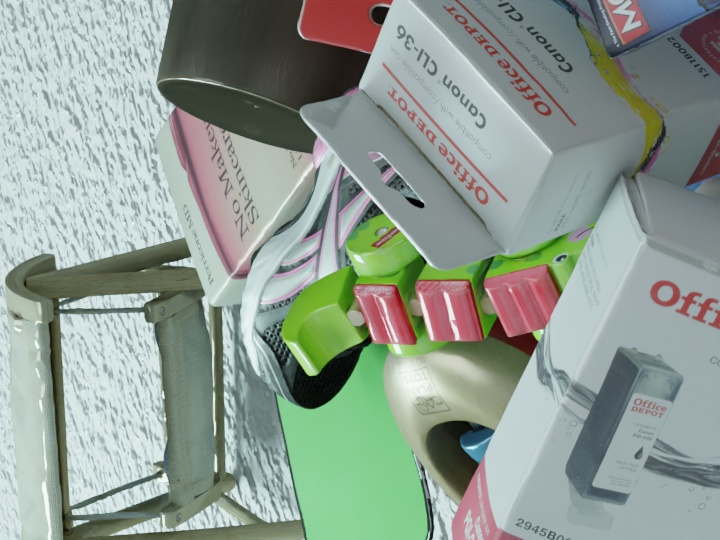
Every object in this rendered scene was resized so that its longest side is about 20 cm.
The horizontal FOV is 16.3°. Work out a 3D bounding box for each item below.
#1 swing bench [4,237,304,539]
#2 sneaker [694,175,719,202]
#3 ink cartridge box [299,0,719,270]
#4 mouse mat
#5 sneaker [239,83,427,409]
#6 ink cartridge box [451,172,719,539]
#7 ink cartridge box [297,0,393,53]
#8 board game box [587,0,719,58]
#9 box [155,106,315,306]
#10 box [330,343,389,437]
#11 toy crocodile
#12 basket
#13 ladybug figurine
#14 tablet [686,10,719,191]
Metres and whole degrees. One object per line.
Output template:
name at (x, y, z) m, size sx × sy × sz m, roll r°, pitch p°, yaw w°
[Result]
swing bench at (-0.152, 0.091, 1.711) m, size 0.130 × 0.199 × 0.200 m, roll 23°, pitch 118°, yaw 58°
sneaker at (0.171, 0.051, 1.236) m, size 0.080 × 0.076 × 0.201 m, roll -154°, pitch 61°, yaw -68°
ink cartridge box at (0.084, -0.082, 1.156) m, size 0.117 × 0.199 × 0.068 m, roll 48°, pitch 138°, yaw 25°
mouse mat at (-0.013, 0.069, 1.430) m, size 0.161 × 0.007 × 0.201 m, roll -26°, pitch 74°, yaw 61°
sneaker at (0.000, 0.000, 1.308) m, size 0.086 × 0.080 × 0.201 m, roll 52°, pitch 137°, yaw 38°
ink cartridge box at (0.146, 0.077, 1.140) m, size 0.085 × 0.145 × 0.201 m, roll -94°, pitch 26°, yaw -69°
ink cartridge box at (0.041, -0.202, 1.281) m, size 0.067 × 0.116 × 0.201 m, roll 97°, pitch -175°, yaw -89°
board game box at (0.127, -0.206, 1.098) m, size 0.199 × 0.062 × 0.201 m, roll -24°, pitch 83°, yaw 43°
box at (-0.033, -0.081, 1.534) m, size 0.200 × 0.108 × 0.128 m, roll -51°, pitch 54°, yaw 54°
box at (0.042, 0.009, 1.427) m, size 0.113 × 0.101 × 0.200 m, roll 63°, pitch 147°, yaw 32°
toy crocodile at (0.054, 0.010, 1.220) m, size 0.199 × 0.062 × 0.068 m, roll -8°, pitch 120°, yaw 26°
basket at (-0.028, -0.176, 1.378) m, size 0.180 × 0.136 × 0.201 m, roll 10°, pitch 78°, yaw 35°
ladybug figurine at (0.094, 0.090, 1.316) m, size 0.200 × 0.072 × 0.135 m, roll 49°, pitch 148°, yaw -19°
tablet at (0.175, -0.131, 1.198) m, size 0.130 × 0.014 × 0.200 m, roll 53°, pitch 139°, yaw 20°
